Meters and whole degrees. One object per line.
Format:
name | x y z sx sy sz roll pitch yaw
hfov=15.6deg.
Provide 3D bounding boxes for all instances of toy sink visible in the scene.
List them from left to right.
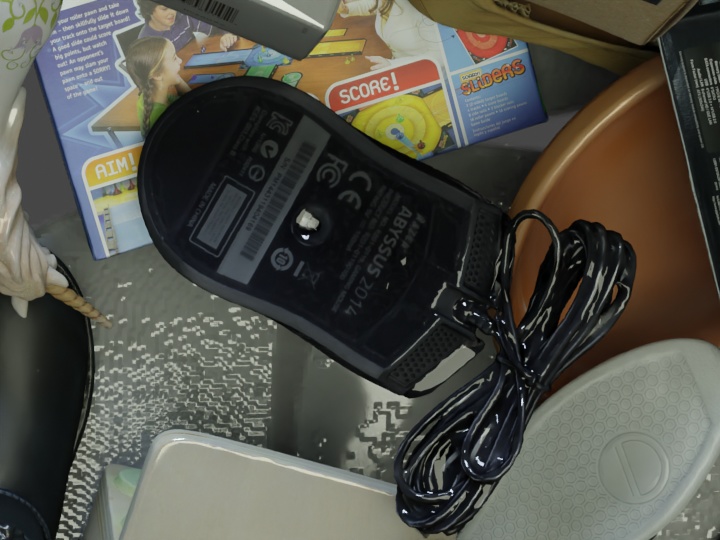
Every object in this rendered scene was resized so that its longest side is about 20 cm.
toy sink | -0.057 0.154 1.090 0.130 0.112 0.201 15 104 -12

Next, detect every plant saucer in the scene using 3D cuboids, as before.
plant saucer | 0.139 -0.017 1.090 0.199 0.037 0.201 -16 130 -19

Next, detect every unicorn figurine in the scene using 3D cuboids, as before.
unicorn figurine | -0.152 -0.076 1.015 0.074 0.137 0.200 -23 147 -30

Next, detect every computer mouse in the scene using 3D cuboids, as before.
computer mouse | 0.000 0.000 1.032 0.200 0.053 0.139 35 94 17

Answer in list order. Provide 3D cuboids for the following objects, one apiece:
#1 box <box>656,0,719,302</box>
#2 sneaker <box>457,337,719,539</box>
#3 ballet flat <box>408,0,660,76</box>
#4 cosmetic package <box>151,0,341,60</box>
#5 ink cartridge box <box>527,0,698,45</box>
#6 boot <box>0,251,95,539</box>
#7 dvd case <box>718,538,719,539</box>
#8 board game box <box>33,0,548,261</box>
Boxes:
box | 0.209 -0.031 1.001 0.158 0.046 0.201 -11 118 14
sneaker | 0.094 0.104 1.105 0.071 0.099 0.200 43 107 17
ballet flat | 0.112 -0.111 1.063 0.199 0.063 0.069 4 90 -26
cosmetic package | -0.028 -0.196 1.008 0.107 0.085 0.201 23 83 -6
ink cartridge box | 0.063 -0.205 0.934 0.164 0.075 0.201 18 75 -8
boot | -0.146 0.097 1.036 0.073 0.162 0.199 10 99 -10
dvd case | 0.251 0.125 1.181 0.150 0.025 0.200 37 93 -14
board game box | -0.035 -0.098 1.078 0.199 0.034 0.136 -17 104 -7
